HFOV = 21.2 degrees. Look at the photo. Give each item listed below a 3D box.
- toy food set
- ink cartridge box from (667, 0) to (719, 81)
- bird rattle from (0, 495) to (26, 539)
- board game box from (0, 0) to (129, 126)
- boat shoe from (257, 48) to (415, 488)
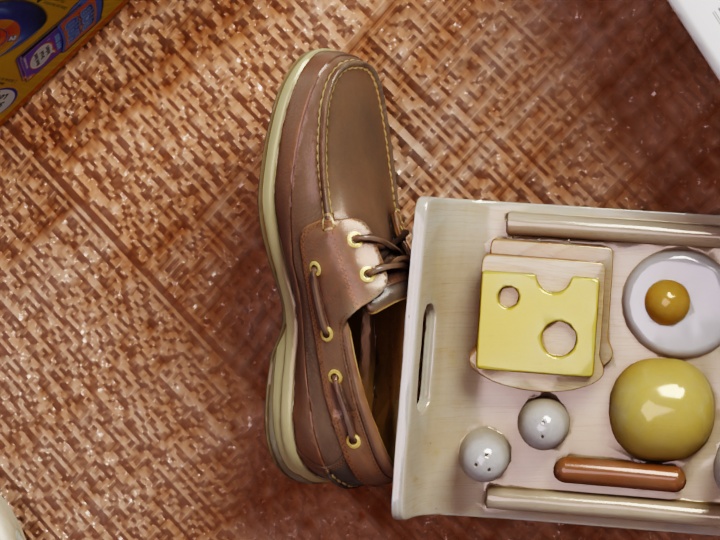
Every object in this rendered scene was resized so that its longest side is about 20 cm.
[{"bbox_3d":[0.117,0.045,0.840,0.198,0.060,0.145,4,92,5],"label":"toy food set"},{"bbox_3d":[0.190,-0.156,0.809,0.146,0.084,0.201,-33,74,15],"label":"ink cartridge box"},{"bbox_3d":[-0.242,0.161,0.969,0.162,0.113,0.201,-23,70,5],"label":"bird rattle"},{"bbox_3d":[-0.242,-0.174,0.892,0.200,0.200,0.200,-42,79,13],"label":"board game box"},{"bbox_3d":[0.000,0.000,0.876,0.067,0.072,0.202,5,98,41],"label":"boat shoe"}]
